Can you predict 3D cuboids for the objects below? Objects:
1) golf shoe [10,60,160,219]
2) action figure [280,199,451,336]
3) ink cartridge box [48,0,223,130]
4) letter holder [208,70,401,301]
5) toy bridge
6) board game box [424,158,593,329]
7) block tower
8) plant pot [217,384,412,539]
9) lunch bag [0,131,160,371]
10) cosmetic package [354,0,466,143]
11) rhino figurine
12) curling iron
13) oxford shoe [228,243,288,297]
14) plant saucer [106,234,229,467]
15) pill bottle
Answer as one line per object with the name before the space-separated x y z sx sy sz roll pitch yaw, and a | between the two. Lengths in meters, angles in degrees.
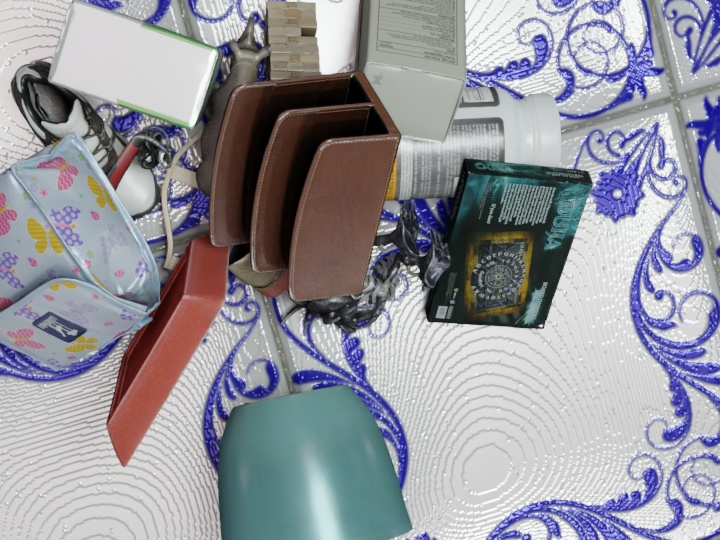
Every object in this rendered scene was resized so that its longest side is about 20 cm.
golf shoe | -0.288 -0.129 1.392 0.078 0.094 0.200 -45 99 -1
action figure | 0.000 0.000 1.427 0.199 0.103 0.119 -26 132 36
ink cartridge box | -0.217 -0.203 1.338 0.144 0.200 0.085 18 97 -7
letter holder | -0.061 -0.074 1.273 0.141 0.101 0.201 -8 136 -23
toy bridge | -0.174 -0.096 1.438 0.067 0.027 0.201 19 92 -7
board game box | 0.153 -0.023 1.420 0.134 0.028 0.201 5 129 -11
block tower | -0.068 -0.176 1.391 0.057 0.054 0.202 0 70 -7
plant pot | -0.058 0.208 1.400 0.199 0.201 0.162 -10 84 -4
lunch bag | -0.310 -0.007 1.353 0.169 0.127 0.201 -24 102 37
cosmetic package | 0.049 -0.232 1.359 0.103 0.201 0.088 11 136 -6
rhino figurine | -0.127 -0.162 1.379 0.059 0.087 0.202 12 93 -6
curling iron | -0.255 -0.074 1.385 0.049 0.026 0.200 30 124 -24
oxford shoe | -0.080 -0.077 1.405 0.075 0.070 0.201 29 73 -39
plant saucer | -0.195 0.067 1.343 0.037 0.200 0.200 28 107 -15
pill bottle | 0.103 -0.134 1.416 0.198 0.116 0.117 -2 96 -5
